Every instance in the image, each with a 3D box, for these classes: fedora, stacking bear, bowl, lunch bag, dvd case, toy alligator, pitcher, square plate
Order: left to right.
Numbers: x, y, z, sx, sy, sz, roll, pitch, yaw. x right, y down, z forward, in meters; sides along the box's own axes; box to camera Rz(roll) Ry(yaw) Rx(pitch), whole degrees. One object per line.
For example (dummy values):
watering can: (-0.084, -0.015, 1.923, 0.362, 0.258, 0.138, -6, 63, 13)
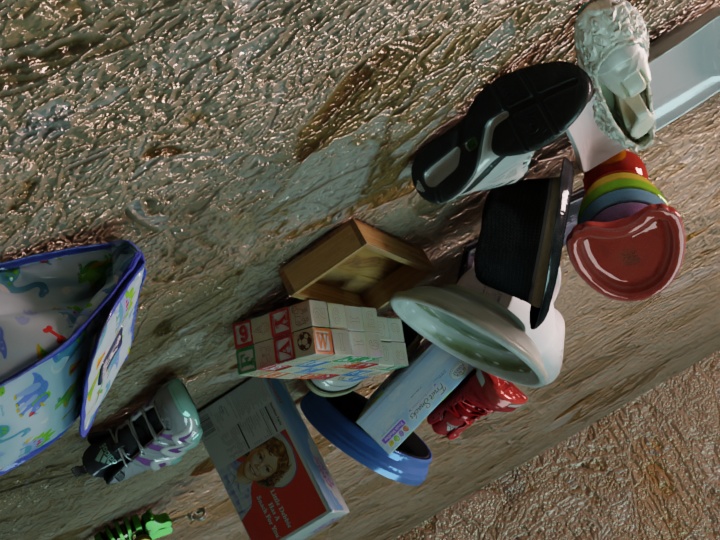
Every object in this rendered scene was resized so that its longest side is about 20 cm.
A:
lunch bag: (-0.269, 0.070, 0.985, 0.200, 0.127, 0.170, -33, 162, -30)
toy alligator: (-0.328, 0.385, 1.780, 0.200, 0.059, 0.054, -24, 119, -15)
bowl: (0.011, 0.219, 1.629, 0.039, 0.201, 0.201, -57, 155, 7)
pitcher: (0.200, 0.041, 1.515, 0.121, 0.172, 0.200, 4, 162, 32)
fedora: (0.176, -0.035, 1.318, 0.092, 0.201, 0.201, 9, 160, 6)
dvd case: (0.217, -0.039, 1.520, 0.200, 0.016, 0.149, -25, 160, -10)
stacking bear: (0.294, -0.066, 1.336, 0.121, 0.200, 0.114, -15, 122, 15)
square plate: (0.302, -0.190, 1.245, 0.200, 0.028, 0.198, -32, 160, 8)

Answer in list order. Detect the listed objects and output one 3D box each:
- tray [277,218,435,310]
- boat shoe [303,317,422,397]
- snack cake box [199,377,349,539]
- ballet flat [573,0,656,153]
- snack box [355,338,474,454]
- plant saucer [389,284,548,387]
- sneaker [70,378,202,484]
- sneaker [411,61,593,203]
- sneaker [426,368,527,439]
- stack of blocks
tray: (0.000, 0.000, 1.293, 0.099, 0.037, 0.200, -35, 161, 15)
boat shoe: (0.006, 0.098, 1.500, 0.200, 0.075, 0.068, -22, 161, -49)
snack cake box: (-0.113, 0.242, 1.490, 0.115, 0.200, 0.067, -32, 161, 10)
ballet flat: (0.247, -0.175, 1.100, 0.072, 0.072, 0.200, -30, 149, 5)
snack box: (0.082, 0.145, 1.575, 0.169, 0.068, 0.200, -47, 177, 8)
plant saucer: (0.131, 0.064, 1.351, 0.050, 0.200, 0.200, -59, 164, -12)
sneaker: (-0.264, 0.199, 1.362, 0.140, 0.078, 0.200, -19, 158, -27)
sneaker: (0.149, -0.136, 1.133, 0.200, 0.076, 0.115, -33, 170, 34)
sneaker: (0.145, 0.178, 1.512, 0.116, 0.078, 0.200, -50, 176, 4)
stack of blocks: (-0.031, 0.082, 1.337, 0.115, 0.059, 0.200, -19, 163, 35)
